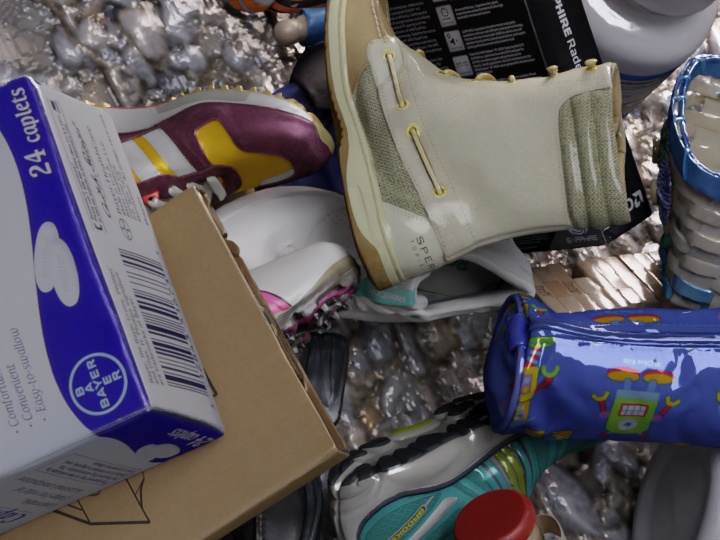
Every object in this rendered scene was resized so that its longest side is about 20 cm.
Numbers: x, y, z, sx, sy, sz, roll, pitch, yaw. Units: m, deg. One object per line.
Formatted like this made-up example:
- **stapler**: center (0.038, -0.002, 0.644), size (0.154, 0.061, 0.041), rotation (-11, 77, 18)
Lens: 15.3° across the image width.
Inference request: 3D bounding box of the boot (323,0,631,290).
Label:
- **boot**: center (0.063, -0.093, 1.449), size (0.155, 0.072, 0.200), rotation (-14, 57, 9)

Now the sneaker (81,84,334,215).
- **sneaker**: center (-0.112, -0.043, 1.454), size (0.200, 0.075, 0.090), rotation (-3, 61, 18)

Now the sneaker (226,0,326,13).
- **sneaker**: center (-0.045, -0.249, 1.619), size (0.112, 0.078, 0.200), rotation (-8, 80, -31)

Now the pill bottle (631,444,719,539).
- **pill bottle**: center (0.267, 0.158, 1.539), size (0.200, 0.116, 0.116), rotation (15, 62, -16)

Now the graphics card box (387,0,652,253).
- **graphics card box**: center (0.078, -0.108, 1.529), size (0.051, 0.125, 0.200), rotation (-30, 105, -42)

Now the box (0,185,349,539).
- **box**: center (-0.126, 0.078, 1.379), size (0.200, 0.021, 0.164), rotation (-33, 73, 11)

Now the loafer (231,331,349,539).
- **loafer**: center (-0.057, 0.118, 1.450), size (0.072, 0.073, 0.200), rotation (13, 53, -8)

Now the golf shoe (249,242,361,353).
- **golf shoe**: center (-0.097, 0.029, 1.423), size (0.200, 0.073, 0.092), rotation (-29, 80, 2)

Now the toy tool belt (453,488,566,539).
- **toy tool belt**: center (0.042, 0.224, 1.425), size (0.200, 0.125, 0.123), rotation (-46, 128, -26)

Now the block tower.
- **block tower**: center (0.184, 0.022, 1.589), size (0.200, 0.054, 0.058), rotation (-6, 35, -25)

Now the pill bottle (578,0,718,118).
- **pill bottle**: center (0.140, -0.152, 1.573), size (0.112, 0.200, 0.112), rotation (9, 64, -19)

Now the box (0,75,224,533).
- **box**: center (-0.199, 0.032, 1.342), size (0.200, 0.105, 0.184), rotation (-25, 75, 14)

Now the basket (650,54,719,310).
- **basket**: center (0.241, -0.072, 1.506), size (0.139, 0.200, 0.176), rotation (22, 27, -5)

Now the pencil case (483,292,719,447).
- **pencil case**: center (0.168, 0.054, 1.455), size (0.200, 0.087, 0.078), rotation (2, 49, -6)

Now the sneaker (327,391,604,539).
- **sneaker**: center (0.065, 0.116, 1.509), size (0.200, 0.077, 0.080), rotation (-21, 105, -32)

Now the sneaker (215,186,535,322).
- **sneaker**: center (0.000, 0.000, 1.475), size (0.200, 0.088, 0.075), rotation (-4, 113, -16)

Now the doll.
- **doll**: center (-0.006, -0.090, 1.571), size (0.136, 0.048, 0.200), rotation (45, 59, -11)
